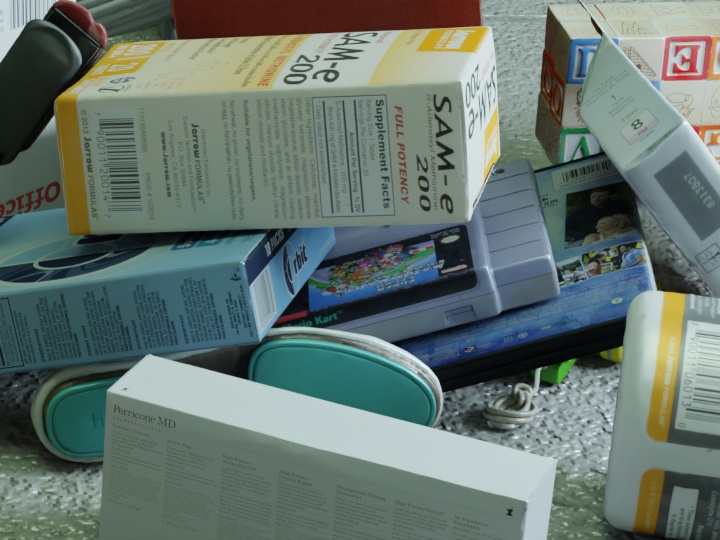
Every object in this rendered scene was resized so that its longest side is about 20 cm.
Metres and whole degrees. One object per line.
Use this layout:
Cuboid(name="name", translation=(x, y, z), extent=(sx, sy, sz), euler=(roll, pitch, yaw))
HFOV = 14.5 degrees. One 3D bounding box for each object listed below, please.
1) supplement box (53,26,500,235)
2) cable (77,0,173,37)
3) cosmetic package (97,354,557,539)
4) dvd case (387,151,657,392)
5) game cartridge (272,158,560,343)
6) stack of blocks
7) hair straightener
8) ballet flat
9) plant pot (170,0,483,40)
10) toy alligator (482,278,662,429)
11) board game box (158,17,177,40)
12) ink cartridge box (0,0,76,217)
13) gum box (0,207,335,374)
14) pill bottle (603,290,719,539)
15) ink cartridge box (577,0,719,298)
Cuboid(name="supplement box", translation=(-0.037, -0.071, 1.393), extent=(0.200, 0.074, 0.126), euler=(-2, 17, 9))
Cuboid(name="cable", translation=(-0.151, -0.206, 1.833), extent=(0.200, 0.069, 0.200), euler=(-30, 22, -27))
Cuboid(name="cosmetic package", translation=(-0.016, 0.103, 1.265), extent=(0.200, 0.083, 0.051), euler=(14, 27, 17))
Cuboid(name="dvd case", translation=(0.079, 0.000, 1.481), extent=(0.143, 0.018, 0.200), euler=(-15, 26, 7))
Cuboid(name="game cartridge", translation=(0.000, 0.000, 1.471), extent=(0.200, 0.038, 0.130), euler=(-15, 21, 4))
Cuboid(name="stack of blocks", translation=(0.209, -0.098, 1.691), extent=(0.200, 0.115, 0.059), euler=(-1, 26, -11))
Cuboid(name="hair straightener", translation=(-0.207, -0.053, 1.434), extent=(0.041, 0.200, 0.077), euler=(45, 24, -3))
Cuboid(name="ballet flat", translation=(-0.062, 0.056, 1.384), extent=(0.200, 0.069, 0.069), euler=(-3, 26, -9))
Cuboid(name="plant pot", translation=(-0.027, -0.197, 1.654), extent=(0.176, 0.200, 0.200), euler=(-6, 49, -1))
Cuboid(name="toy alligator", translation=(0.114, 0.020, 1.496), extent=(0.059, 0.054, 0.200), euler=(14, 27, 20))
Cuboid(name="board game box", translation=(-0.061, -0.148, 1.809), extent=(0.126, 0.035, 0.200), euler=(1, 17, -8))
Cuboid(name="ink cartridge box", translation=(-0.231, -0.108, 1.536), extent=(0.083, 0.200, 0.145), euler=(19, 29, 34))
Cuboid(name="gum box", translation=(-0.128, 0.004, 1.411), extent=(0.200, 0.045, 0.170), euler=(-7, 15, 14))
Cuboid(name="pill bottle", translation=(0.218, 0.078, 1.325), extent=(0.200, 0.116, 0.116), euler=(8, 26, 5))
Cuboid(name="ink cartridge box", translation=(0.171, -0.051, 1.547), extent=(0.057, 0.163, 0.200), euler=(-40, 29, 2))
